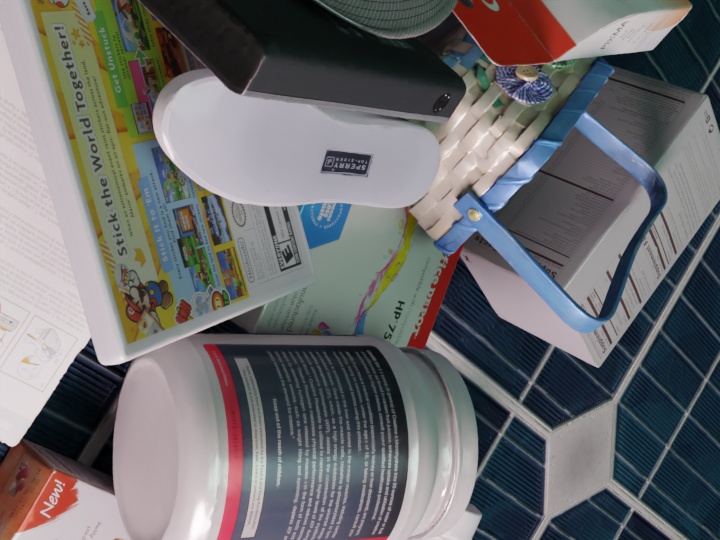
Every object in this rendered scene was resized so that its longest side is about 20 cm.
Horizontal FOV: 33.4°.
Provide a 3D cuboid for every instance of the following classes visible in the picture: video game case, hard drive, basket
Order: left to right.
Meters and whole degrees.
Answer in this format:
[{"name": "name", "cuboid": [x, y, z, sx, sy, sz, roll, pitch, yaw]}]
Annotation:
[{"name": "video game case", "cuboid": [-0.106, -0.068, 0.670, 0.181, 0.023, 0.202, -22, 99, -56]}, {"name": "hard drive", "cuboid": [-0.040, -0.141, 0.673, 0.199, 0.140, 0.033, -3, 133, -56]}, {"name": "basket", "cuboid": [0.114, -0.072, 0.810, 0.200, 0.139, 0.177, 44, 43, -8]}]

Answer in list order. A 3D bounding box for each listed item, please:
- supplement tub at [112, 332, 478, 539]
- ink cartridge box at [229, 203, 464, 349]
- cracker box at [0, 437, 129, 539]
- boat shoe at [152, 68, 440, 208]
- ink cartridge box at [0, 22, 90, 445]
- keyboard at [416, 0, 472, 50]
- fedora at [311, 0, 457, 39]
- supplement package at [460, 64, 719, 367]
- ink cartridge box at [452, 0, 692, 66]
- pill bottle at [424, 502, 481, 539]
[{"name": "supplement tub", "cuboid": [-0.041, 0.110, 0.744, 0.198, 0.140, 0.142, 3, 105, -30]}, {"name": "ink cartridge box", "cuboid": [0.000, 0.000, 0.846, 0.199, 0.067, 0.117, 17, 96, -44]}, {"name": "cracker box", "cuboid": [-0.173, 0.210, 0.787, 0.200, 0.057, 0.135, 36, 82, -42]}, {"name": "boat shoe", "cuboid": [-0.042, -0.077, 0.691, 0.199, 0.065, 0.074, 12, 107, -44]}, {"name": "ink cartridge box", "cuboid": [-0.204, -0.022, 0.671, 0.162, 0.050, 0.201, 37, 86, -44]}, {"name": "keyboard", "cuboid": [0.009, -0.164, 0.832, 0.199, 0.011, 0.057, -28, 118, -31]}, {"name": "fedora", "cuboid": [-0.006, -0.234, 0.662, 0.177, 0.200, 0.090, -40, 173, -46]}, {"name": "supplement package", "cuboid": [0.189, -0.047, 0.957, 0.201, 0.113, 0.110, -51, 138, -12]}, {"name": "ink cartridge box", "cuboid": [0.111, -0.213, 0.784, 0.199, 0.163, 0.050, -14, 154, -49]}, {"name": "pill bottle", "cuboid": [0.017, 0.262, 0.935, 0.112, 0.112, 0.202, 28, 88, -43]}]
